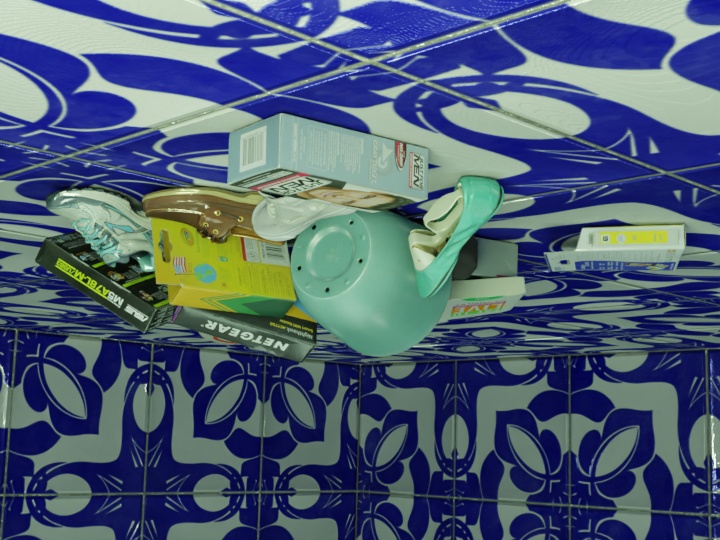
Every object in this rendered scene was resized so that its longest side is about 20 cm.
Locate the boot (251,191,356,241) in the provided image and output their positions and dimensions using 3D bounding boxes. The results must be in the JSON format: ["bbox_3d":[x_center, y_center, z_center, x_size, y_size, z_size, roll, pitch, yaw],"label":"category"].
[{"bbox_3d":[-0.090,-0.092,1.339,0.095,0.074,0.200,18,154,-41],"label":"boot"}]

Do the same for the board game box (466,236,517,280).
[{"bbox_3d":[0.131,-0.011,1.788,0.147,0.064,0.200,9,170,-40],"label":"board game box"}]

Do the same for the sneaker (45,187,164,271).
[{"bbox_3d":[-0.337,-0.053,1.499,0.078,0.086,0.200,-5,161,43],"label":"sneaker"}]

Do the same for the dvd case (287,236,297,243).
[{"bbox_3d":[-0.192,-0.062,1.645,0.150,0.025,0.200,-6,167,40],"label":"dvd case"}]

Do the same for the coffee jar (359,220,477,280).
[{"bbox_3d":[0.069,-0.025,1.633,0.200,0.086,0.104,-3,169,31],"label":"coffee jar"}]

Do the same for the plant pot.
[{"bbox_3d":[0.000,0.000,1.503,0.200,0.201,0.161,-4,160,30],"label":"plant pot"}]

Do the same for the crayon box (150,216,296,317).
[{"bbox_3d":[-0.193,-0.011,1.503,0.200,0.127,0.051,9,142,-28],"label":"crayon box"}]

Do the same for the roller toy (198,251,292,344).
[{"bbox_3d":[-0.170,0.036,1.751,0.182,0.140,0.200,-8,166,22],"label":"roller toy"}]

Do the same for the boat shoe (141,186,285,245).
[{"bbox_3d":[-0.187,-0.070,1.456,0.200,0.068,0.072,4,171,-13],"label":"boat shoe"}]

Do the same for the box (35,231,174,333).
[{"bbox_3d":[-0.332,0.006,1.589,0.193,0.048,0.200,33,-164,9],"label":"box"}]

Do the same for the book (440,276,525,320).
[{"bbox_3d":[0.190,0.041,1.799,0.133,0.048,0.200,-4,170,2],"label":"book"}]

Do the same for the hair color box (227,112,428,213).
[{"bbox_3d":[-0.032,-0.112,1.191,0.200,0.061,0.099,8,169,-38],"label":"hair color box"}]

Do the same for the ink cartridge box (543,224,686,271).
[{"bbox_3d":[0.384,-0.032,1.682,0.200,0.047,0.198,1,173,12],"label":"ink cartridge box"}]

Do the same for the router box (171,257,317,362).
[{"bbox_3d":[-0.158,0.034,1.566,0.200,0.149,0.051,18,135,-19],"label":"router box"}]

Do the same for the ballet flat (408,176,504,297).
[{"bbox_3d":[0.101,-0.047,1.382,0.070,0.067,0.200,17,132,-21],"label":"ballet flat"}]
